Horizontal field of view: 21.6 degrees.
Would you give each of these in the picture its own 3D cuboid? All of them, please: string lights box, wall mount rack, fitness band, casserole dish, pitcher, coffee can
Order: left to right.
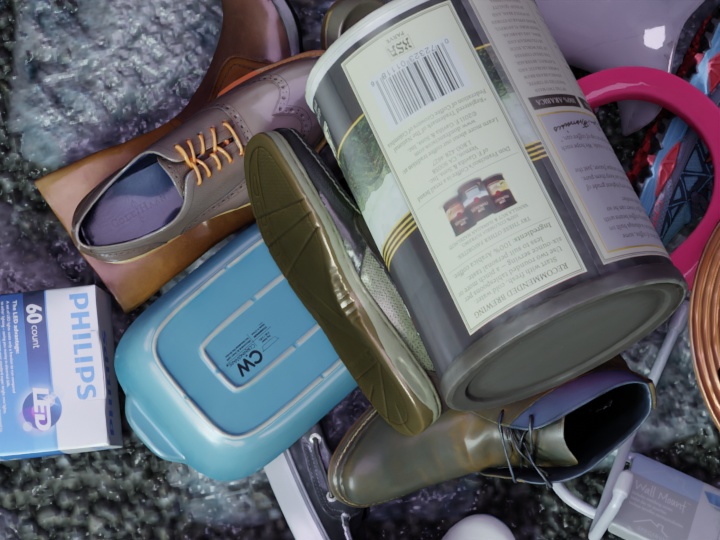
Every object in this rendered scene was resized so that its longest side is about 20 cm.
[{"bbox_3d":[-0.256,0.072,1.193,0.199,0.059,0.103,-6,83,1],"label":"string lights box"},{"bbox_3d":[-0.056,0.037,1.150,0.200,0.039,0.121,-40,85,-24],"label":"casserole dish"},{"bbox_3d":[0.074,-0.043,1.056,0.146,0.146,0.201,-24,71,-2],"label":"coffee can"},{"bbox_3d":[0.133,-0.208,1.197,0.200,0.121,0.172,32,79,-4],"label":"pitcher"},{"bbox_3d":[0.139,-0.030,1.133,0.200,0.037,0.144,-43,71,2],"label":"fitness band"},{"bbox_3d":[0.224,0.120,1.172,0.199,0.075,0.174,25,46,4],"label":"wall mount rack"}]

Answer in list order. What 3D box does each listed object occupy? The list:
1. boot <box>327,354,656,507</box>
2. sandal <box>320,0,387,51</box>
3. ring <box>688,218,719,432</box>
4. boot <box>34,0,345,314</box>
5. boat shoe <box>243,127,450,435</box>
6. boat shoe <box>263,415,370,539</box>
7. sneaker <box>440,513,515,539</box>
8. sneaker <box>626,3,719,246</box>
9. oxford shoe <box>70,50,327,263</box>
[{"bbox_3d":[0.081,0.094,1.135,0.199,0.097,0.075,-28,113,-18],"label":"boot"},{"bbox_3d":[0.040,-0.085,1.184,0.080,0.054,0.201,-29,96,-37],"label":"sandal"},{"bbox_3d":[0.276,0.037,1.102,0.200,0.019,0.201,3,81,-20],"label":"ring"},{"bbox_3d":[-0.119,-0.100,1.220,0.199,0.068,0.189,-29,95,3],"label":"boot"},{"bbox_3d":[0.000,0.000,1.125,0.065,0.073,0.201,-29,91,-29],"label":"boat shoe"},{"bbox_3d":[-0.021,0.127,1.180,0.066,0.070,0.201,-25,75,-1],"label":"boat shoe"},{"bbox_3d":[0.043,0.242,1.157,0.072,0.072,0.201,27,82,7],"label":"sneaker"},{"bbox_3d":[0.228,-0.075,1.192,0.095,0.079,0.201,27,84,3],"label":"sneaker"},{"bbox_3d":[-0.088,-0.065,1.152,0.200,0.073,0.071,-36,92,4],"label":"oxford shoe"}]
